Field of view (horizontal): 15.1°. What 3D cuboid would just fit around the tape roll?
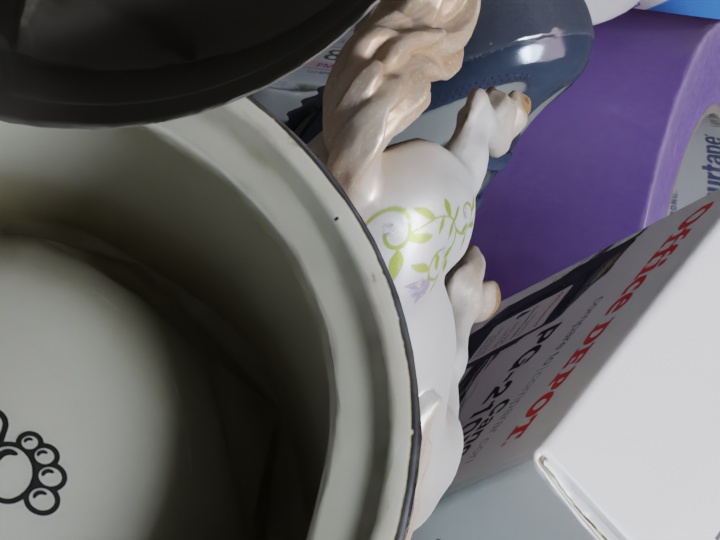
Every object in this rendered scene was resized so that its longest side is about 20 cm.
[{"bbox_3d":[0.082,0.000,1.018,0.200,0.085,0.200,9,90,-74],"label":"tape roll"}]

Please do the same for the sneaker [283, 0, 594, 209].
[{"bbox_3d":[0.000,0.000,0.765,0.070,0.200,0.082,-1,58,-54],"label":"sneaker"}]

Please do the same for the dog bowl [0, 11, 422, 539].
[{"bbox_3d":[-0.090,0.044,0.579,0.074,0.200,0.200,98,14,-60],"label":"dog bowl"}]

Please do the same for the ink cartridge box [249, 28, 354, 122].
[{"bbox_3d":[0.013,-0.030,1.000,0.200,0.057,0.163,-60,153,-59],"label":"ink cartridge box"}]

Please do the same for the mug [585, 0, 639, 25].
[{"bbox_3d":[0.085,-0.165,0.926,0.187,0.149,0.153,-16,149,-36],"label":"mug"}]

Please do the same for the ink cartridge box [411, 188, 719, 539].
[{"bbox_3d":[0.055,0.067,0.825,0.084,0.200,0.145,49,52,-9],"label":"ink cartridge box"}]

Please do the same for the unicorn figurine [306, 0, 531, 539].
[{"bbox_3d":[0.010,0.025,0.662,0.137,0.074,0.200,-72,149,-56],"label":"unicorn figurine"}]

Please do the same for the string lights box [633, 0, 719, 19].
[{"bbox_3d":[0.124,-0.121,1.136,0.200,0.059,0.103,53,16,-63],"label":"string lights box"}]

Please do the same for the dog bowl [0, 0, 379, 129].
[{"bbox_3d":[-0.058,-0.131,0.544,0.059,0.200,0.200,-45,141,-61],"label":"dog bowl"}]
